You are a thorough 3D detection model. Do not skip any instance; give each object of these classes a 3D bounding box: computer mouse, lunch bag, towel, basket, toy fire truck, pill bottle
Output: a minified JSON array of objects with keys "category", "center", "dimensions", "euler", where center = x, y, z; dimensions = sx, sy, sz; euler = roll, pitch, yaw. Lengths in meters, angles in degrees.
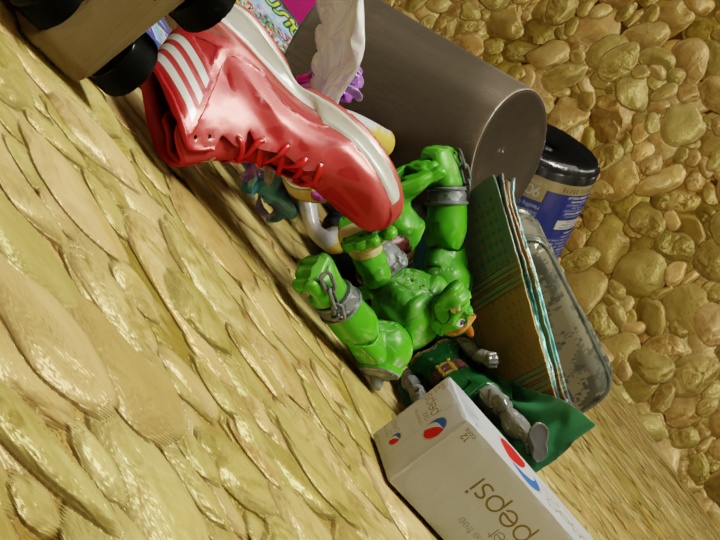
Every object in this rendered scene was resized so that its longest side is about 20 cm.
[{"category":"computer mouse","center":[0.000,0.000,1.573],"dimensions":[0.200,0.034,0.059],"euler":[52,18,-65]},{"category":"lunch bag","center":[0.116,0.033,1.611],"dimensions":[0.200,0.139,0.168],"euler":[59,6,-29]},{"category":"towel","center":[0.099,0.041,1.428],"dimensions":[0.147,0.022,0.200],"euler":[-31,-110,57]},{"category":"basket","center":[0.044,-0.130,1.557],"dimensions":[0.200,0.180,0.136],"euler":[23,4,31]},{"category":"toy fire truck","center":[-0.159,-0.240,1.161],"dimensions":[0.129,0.176,0.200],"euler":[44,11,-43]},{"category":"pill bottle","center":[0.136,-0.035,1.737],"dimensions":[0.112,0.200,0.112],"euler":[19,24,-9]}]

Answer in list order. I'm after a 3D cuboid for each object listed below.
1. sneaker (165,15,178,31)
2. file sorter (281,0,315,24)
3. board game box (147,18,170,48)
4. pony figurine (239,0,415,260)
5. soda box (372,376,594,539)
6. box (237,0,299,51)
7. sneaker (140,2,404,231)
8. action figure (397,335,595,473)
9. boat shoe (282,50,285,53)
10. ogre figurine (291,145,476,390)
[{"category":"sneaker","center":[-0.130,-0.218,1.601],"dimensions":[0.200,0.070,0.108],"euler":[61,14,11]},{"category":"file sorter","center":[-0.099,-0.300,1.896],"dimensions":[0.200,0.139,0.125],"euler":[52,7,-3]},{"category":"board game box","center":[-0.200,-0.227,1.366],"dimensions":[0.135,0.034,0.200],"euler":[45,12,-43]},{"category":"pony figurine","center":[-0.040,-0.111,1.410],"dimensions":[0.200,0.166,0.193],"euler":[38,35,-51]},{"category":"soda box","center":[0.097,0.168,1.237],"dimensions":[0.200,0.068,0.064],"euler":[49,9,-25]},{"category":"box","center":[-0.090,-0.210,1.785],"dimensions":[0.200,0.035,0.110],"euler":[52,33,-3]},{"category":"sneaker","center":[-0.070,-0.079,1.249],"dimensions":[0.200,0.116,0.078],"euler":[44,-33,-3]},{"category":"action figure","center":[0.077,0.093,1.373],"dimensions":[0.200,0.118,0.055],"euler":[47,-17,59]},{"category":"boat shoe","center":[-0.098,-0.187,1.683],"dimensions":[0.200,0.062,0.073],"euler":[52,8,-2]},{"category":"ogre figurine","center":[0.030,0.000,1.359],"dimensions":[0.200,0.098,0.120],"euler":[-66,141,-58]}]
